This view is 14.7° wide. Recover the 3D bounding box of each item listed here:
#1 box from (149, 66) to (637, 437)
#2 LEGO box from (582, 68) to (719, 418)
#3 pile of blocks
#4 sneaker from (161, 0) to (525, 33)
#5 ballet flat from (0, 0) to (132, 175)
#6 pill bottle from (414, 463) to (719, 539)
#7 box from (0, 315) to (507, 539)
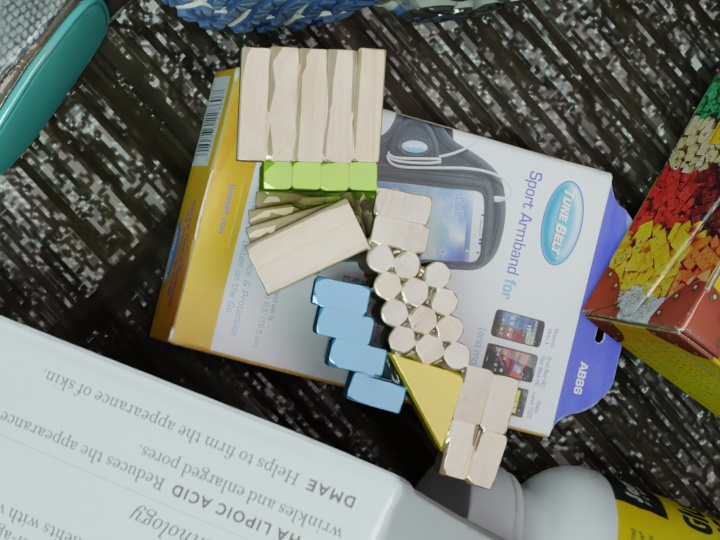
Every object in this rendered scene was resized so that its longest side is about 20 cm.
[{"bbox_3d":[0.020,-0.004,1.194,0.200,0.041,0.119,15,87,-20],"label":"box"},{"bbox_3d":[0.219,0.012,1.220,0.200,0.077,0.149,36,78,-25],"label":"LEGO box"},{"bbox_3d":[0.000,0.000,1.139,0.082,0.062,0.200,-22,91,-4],"label":"pile of blocks"},{"bbox_3d":[-0.009,-0.147,1.153,0.200,0.077,0.085,-6,82,-41],"label":"sneaker"},{"bbox_3d":[-0.118,-0.125,1.138,0.072,0.072,0.200,42,79,-15],"label":"ballet flat"},{"bbox_3d":[0.114,0.150,1.189,0.200,0.112,0.112,22,85,-18],"label":"pill bottle"},{"bbox_3d":[-0.066,0.118,1.046,0.200,0.199,0.131,20,84,21],"label":"box"}]
